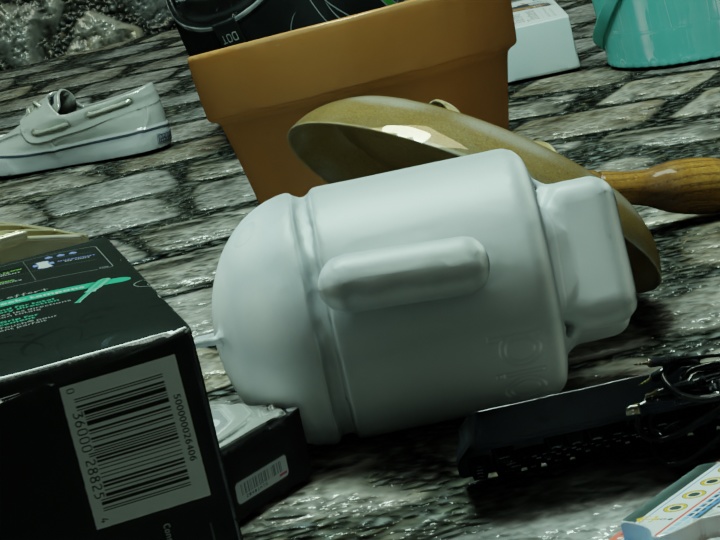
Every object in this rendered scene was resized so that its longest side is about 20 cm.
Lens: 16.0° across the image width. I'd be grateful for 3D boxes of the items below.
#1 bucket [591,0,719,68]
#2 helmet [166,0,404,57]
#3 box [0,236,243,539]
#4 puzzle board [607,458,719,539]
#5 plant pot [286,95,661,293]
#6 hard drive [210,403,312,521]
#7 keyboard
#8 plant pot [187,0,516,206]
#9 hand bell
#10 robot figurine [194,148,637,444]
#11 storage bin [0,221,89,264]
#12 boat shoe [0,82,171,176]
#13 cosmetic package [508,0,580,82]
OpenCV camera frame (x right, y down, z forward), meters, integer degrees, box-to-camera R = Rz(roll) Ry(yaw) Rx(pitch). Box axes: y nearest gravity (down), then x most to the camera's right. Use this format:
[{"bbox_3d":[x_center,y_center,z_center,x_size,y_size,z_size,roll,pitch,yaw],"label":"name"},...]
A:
[{"bbox_3d":[0.279,-0.254,2.131,0.206,0.136,0.207,-11,11,2],"label":"bucket"},{"bbox_3d":[-0.054,-0.214,2.149,0.199,0.191,0.201,-22,48,26],"label":"helmet"},{"bbox_3d":[-0.109,0.085,0.820,0.124,0.150,0.200,-15,11,-11],"label":"box"},{"bbox_3d":[0.143,0.092,0.859,0.150,0.018,0.200,-3,14,38],"label":"puzzle board"},{"bbox_3d":[0.060,-0.041,1.268,0.199,0.028,0.200,21,-10,4],"label":"plant pot"},{"bbox_3d":[-0.139,0.096,1.092,0.199,0.038,0.140,-5,12,34],"label":"hard drive"},{"bbox_3d":[0.135,0.060,0.990,0.199,0.040,0.104,-13,-20,2],"label":"keyboard"},{"bbox_3d":[0.008,-0.085,1.537,0.199,0.141,0.200,-14,5,1],"label":"plant pot"},{"bbox_3d":[0.137,-0.044,1.440,0.199,0.105,0.104,-1,8,-16],"label":"hand bell"},{"bbox_3d":[0.020,0.012,1.135,0.199,0.114,0.170,-12,-13,1],"label":"robot figurine"},{"bbox_3d":[-0.227,0.042,1.120,0.197,0.094,0.200,-17,9,-21],"label":"storage bin"},{"bbox_3d":[-0.265,-0.127,2.261,0.199,0.066,0.072,-7,12,24],"label":"boat shoe"},{"bbox_3d":[0.108,-0.197,2.262,0.150,0.052,0.200,-15,11,1],"label":"cosmetic package"}]
